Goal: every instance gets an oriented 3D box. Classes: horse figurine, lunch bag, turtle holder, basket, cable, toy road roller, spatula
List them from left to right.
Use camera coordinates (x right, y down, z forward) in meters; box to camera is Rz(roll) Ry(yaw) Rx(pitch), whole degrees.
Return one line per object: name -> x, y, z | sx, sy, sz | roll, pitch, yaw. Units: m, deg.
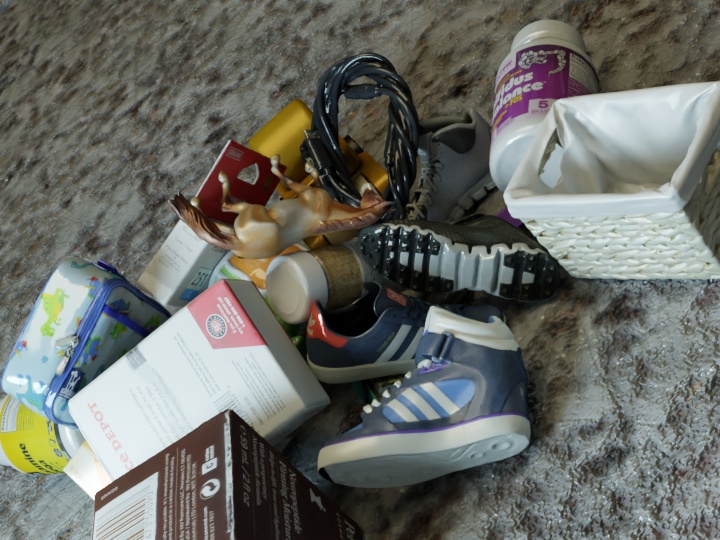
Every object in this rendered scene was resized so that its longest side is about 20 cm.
lunch bag -> -0.270, 0.080, 1.423 | 0.082, 0.200, 0.162 | 23, 80, 16
horse figurine -> -0.083, -0.058, 1.364 | 0.198, 0.050, 0.133 | -18, 45, -25
turtle holder -> -0.091, 0.045, 1.499 | 0.131, 0.186, 0.141 | 36, 76, 14
toy road roller -> -0.048, -0.108, 1.635 | 0.123, 0.146, 0.200 | -42, 32, 2
cable -> 0.011, -0.135, 1.516 | 0.164, 0.050, 0.201 | -55, 48, 28
spatula -> 0.115, 0.002, 1.442 | 0.201, 0.021, 0.056 | -55, 28, -15
basket -> 0.254, -0.076, 1.279 | 0.199, 0.123, 0.136 | 1, 52, 48

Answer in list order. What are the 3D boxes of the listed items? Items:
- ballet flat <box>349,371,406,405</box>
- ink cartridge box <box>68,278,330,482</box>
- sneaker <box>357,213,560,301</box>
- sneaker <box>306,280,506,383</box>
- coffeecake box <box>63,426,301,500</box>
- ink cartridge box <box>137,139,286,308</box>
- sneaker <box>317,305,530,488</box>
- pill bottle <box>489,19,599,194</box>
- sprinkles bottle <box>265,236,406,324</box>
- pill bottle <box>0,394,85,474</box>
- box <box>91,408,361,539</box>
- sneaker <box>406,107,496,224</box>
ballet flat -> 0.026, 0.106, 1.394 | 0.074, 0.074, 0.200 | -41, 34, 3
ink cartridge box -> -0.152, 0.124, 1.322 | 0.199, 0.145, 0.084 | -37, -11, 12
sneaker -> 0.097, -0.020, 1.383 | 0.198, 0.067, 0.091 | 9, 27, 3
sneaker -> 0.044, 0.047, 1.341 | 0.198, 0.085, 0.075 | -12, 28, -12
coffeecake box -> -0.174, 0.171, 1.409 | 0.153, 0.073, 0.201 | 40, 98, 14
ink cartridge box -> -0.140, -0.040, 1.505 | 0.045, 0.200, 0.177 | 35, 95, 14
sneaker -> 0.053, 0.108, 1.278 | 0.198, 0.081, 0.148 | -12, 58, 9
pill bottle -> 0.193, -0.170, 1.469 | 0.112, 0.112, 0.201 | -24, 37, 29
sprinkles bottle -> 0.000, 0.000, 1.412 | 0.199, 0.069, 0.068 | -15, 11, -40
pill bottle -> -0.364, 0.186, 1.681 | 0.199, 0.112, 0.113 | -11, 44, 42
box -> -0.113, 0.265, 1.222 | 0.163, 0.200, 0.167 | -33, 34, 16
sneaker -> 0.068, -0.096, 1.519 | 0.200, 0.116, 0.075 | -48, 32, -8
